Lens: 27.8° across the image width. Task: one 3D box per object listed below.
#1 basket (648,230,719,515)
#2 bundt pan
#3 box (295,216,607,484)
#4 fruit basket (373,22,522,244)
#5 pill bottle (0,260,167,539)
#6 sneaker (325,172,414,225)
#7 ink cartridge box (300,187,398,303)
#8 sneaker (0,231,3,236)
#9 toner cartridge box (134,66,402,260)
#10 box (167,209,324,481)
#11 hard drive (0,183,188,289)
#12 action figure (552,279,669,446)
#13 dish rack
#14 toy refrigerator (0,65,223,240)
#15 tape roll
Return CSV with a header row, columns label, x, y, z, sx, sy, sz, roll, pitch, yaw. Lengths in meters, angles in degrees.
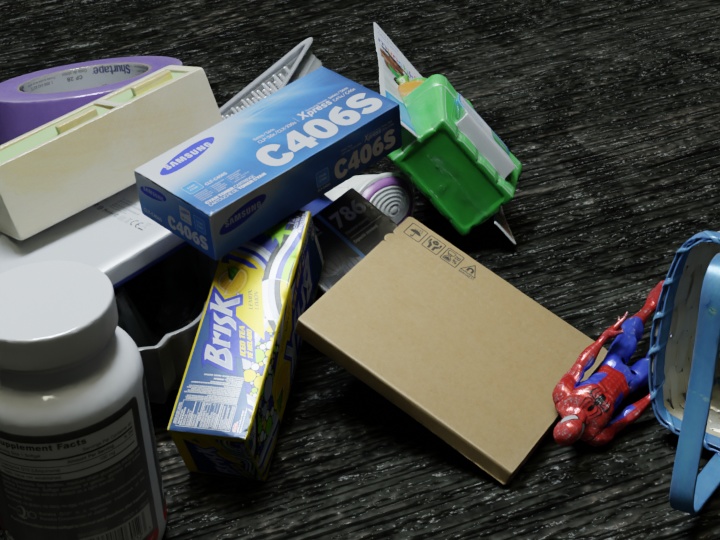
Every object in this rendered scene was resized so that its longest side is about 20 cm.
label,x,y,z,sx,sy,sz,roll,pitch,yaw
basket,0.268,0.062,1.021,0.138,0.178,0.200,15,18,25
bundt pan,-0.198,0.047,1.172,0.200,0.076,0.203,-7,32,4
box,0.072,0.055,1.120,0.199,0.021,0.163,35,47,14
fruit basket,0.081,-0.134,1.356,0.093,0.185,0.201,-34,26,22
pill bottle,-0.197,0.102,0.976,0.114,0.202,0.116,-3,31,2
sneaker,-0.048,-0.032,1.314,0.199,0.076,0.099,-23,17,-26
ink cartridge box,0.000,0.000,1.201,0.200,0.039,0.099,39,56,22
sneaker,-0.331,-0.008,1.256,0.199,0.078,0.091,-32,43,-23
toner cartridge box,-0.069,-0.088,1.139,0.199,0.044,0.095,-34,45,-32
box,-0.083,0.051,1.100,0.064,0.070,0.202,6,58,14
hard drive,-0.229,-0.018,1.182,0.199,0.026,0.131,-34,39,-30
action figure,0.200,0.075,1.107,0.066,0.052,0.200,50,50,1
dish rack,-0.115,-0.114,1.310,0.199,0.044,0.172,-34,18,33
toy refrigerator,-0.219,-0.104,1.211,0.199,0.071,0.076,-29,22,-22
tape roll,-0.268,-0.152,1.452,0.198,0.086,0.200,-6,19,2
